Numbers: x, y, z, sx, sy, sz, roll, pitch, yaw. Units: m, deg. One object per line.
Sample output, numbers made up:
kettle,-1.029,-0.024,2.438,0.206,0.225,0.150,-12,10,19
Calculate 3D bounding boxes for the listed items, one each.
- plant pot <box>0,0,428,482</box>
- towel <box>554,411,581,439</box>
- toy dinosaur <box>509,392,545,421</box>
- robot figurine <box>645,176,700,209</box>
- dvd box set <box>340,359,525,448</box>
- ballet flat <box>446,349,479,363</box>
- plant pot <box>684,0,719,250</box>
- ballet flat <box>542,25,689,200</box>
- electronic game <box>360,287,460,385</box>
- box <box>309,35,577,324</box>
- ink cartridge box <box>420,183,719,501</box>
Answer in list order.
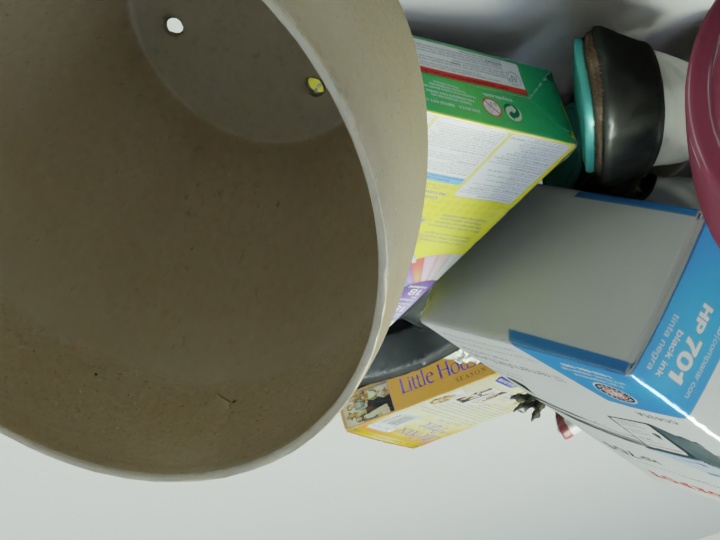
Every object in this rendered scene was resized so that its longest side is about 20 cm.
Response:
plant pot,-0.059,-0.054,0.586,0.200,0.201,0.135,-29,-166,37
towel,0.216,0.049,1.251,0.200,0.023,0.144,-35,176,5
toy dinosaur,0.137,0.045,1.238,0.199,0.048,0.089,-9,126,-23
robot figurine,0.198,0.004,1.085,0.199,0.114,0.169,1,-177,-44
dvd box set,0.099,0.080,1.377,0.199,0.030,0.146,-23,162,18
ballet flat,0.074,0.020,1.098,0.199,0.072,0.072,-2,159,-41
plant pot,0.217,-0.093,0.699,0.199,0.201,0.179,-17,148,5
ballet flat,0.124,-0.069,0.864,0.068,0.068,0.200,-6,172,0
electronic game,0.000,0.000,0.961,0.199,0.042,0.200,-11,147,-7
box,-0.009,-0.024,0.838,0.117,0.049,0.200,10,139,-35
ink cartridge box,0.152,0.043,0.898,0.200,0.086,0.146,36,166,-36
